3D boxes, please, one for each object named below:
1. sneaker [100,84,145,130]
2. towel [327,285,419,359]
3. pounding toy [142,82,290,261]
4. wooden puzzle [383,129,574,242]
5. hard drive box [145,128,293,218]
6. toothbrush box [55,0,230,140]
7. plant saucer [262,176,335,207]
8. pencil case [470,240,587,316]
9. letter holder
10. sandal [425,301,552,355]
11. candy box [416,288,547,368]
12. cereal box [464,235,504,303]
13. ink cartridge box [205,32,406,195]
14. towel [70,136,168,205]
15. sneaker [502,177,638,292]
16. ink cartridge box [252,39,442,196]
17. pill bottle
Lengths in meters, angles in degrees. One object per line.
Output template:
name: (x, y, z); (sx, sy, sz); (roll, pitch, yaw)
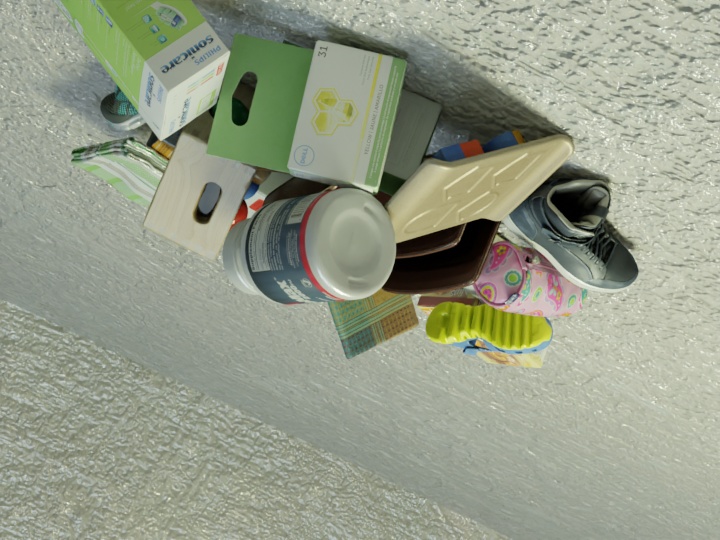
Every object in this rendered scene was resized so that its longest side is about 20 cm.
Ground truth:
sneaker: (-0.286, -0.241, 1.675); (0.199, 0.078, 0.092); (-3, 133, 47)
towel: (0.000, 0.000, 1.708); (0.146, 0.203, 0.022); (-22, -172, -42)
pounding toy: (-0.156, -0.129, 1.578); (0.141, 0.185, 0.201); (25, 127, -7)
wooden puzzle: (0.115, -0.098, 1.443); (0.198, 0.047, 0.185); (-12, 159, -32)
hard drive box: (-0.194, -0.149, 1.786); (0.198, 0.078, 0.156); (27, 162, -14)
toothbrush box: (-0.237, -0.261, 1.380); (0.201, 0.086, 0.146); (53, 162, 5)
plant saucer: (-0.049, -0.113, 1.594); (0.037, 0.199, 0.200); (58, 156, -3)
pencil case: (0.218, 0.013, 1.642); (0.087, 0.089, 0.199); (9, 179, 34)
letter holder: (0.073, -0.054, 1.631); (0.100, 0.144, 0.199); (32, 160, -29)
sandal: (0.194, 0.087, 1.858); (0.198, 0.080, 0.087); (4, 158, 41)
candy box: (0.193, 0.082, 2.005); (0.115, 0.056, 0.200); (1, 151, 45)
cereal box: (0.186, 0.002, 1.819); (0.199, 0.040, 0.143); (34, 158, -31)
ink cartridge box: (-0.060, -0.176, 1.401); (0.197, 0.148, 0.048); (13, 174, 2)
towel: (-0.312, -0.130, 1.811); (0.149, 0.031, 0.199); (35, 159, -30)
sneaker: (0.278, -0.040, 1.535); (0.201, 0.078, 0.146); (30, 163, -17)
ink cartridge box: (-0.016, -0.171, 1.471); (0.198, 0.105, 0.059); (23, 161, -1)
pill bottle: (-0.064, -0.023, 1.442); (0.119, 0.121, 0.199); (34, 157, -31)
